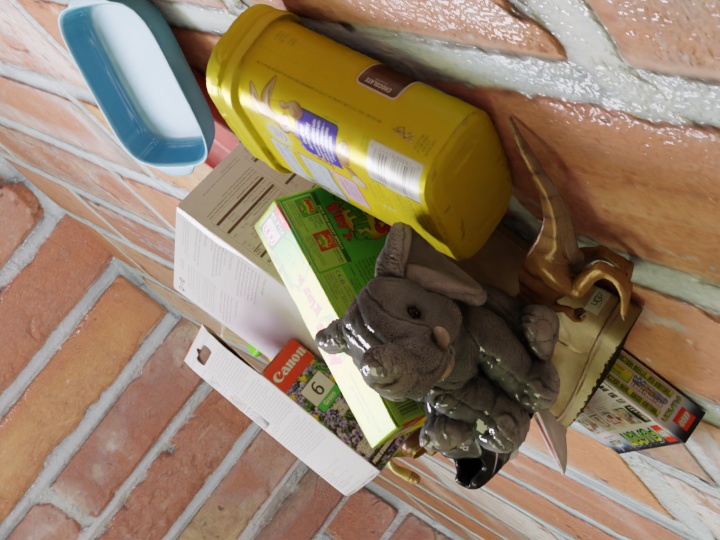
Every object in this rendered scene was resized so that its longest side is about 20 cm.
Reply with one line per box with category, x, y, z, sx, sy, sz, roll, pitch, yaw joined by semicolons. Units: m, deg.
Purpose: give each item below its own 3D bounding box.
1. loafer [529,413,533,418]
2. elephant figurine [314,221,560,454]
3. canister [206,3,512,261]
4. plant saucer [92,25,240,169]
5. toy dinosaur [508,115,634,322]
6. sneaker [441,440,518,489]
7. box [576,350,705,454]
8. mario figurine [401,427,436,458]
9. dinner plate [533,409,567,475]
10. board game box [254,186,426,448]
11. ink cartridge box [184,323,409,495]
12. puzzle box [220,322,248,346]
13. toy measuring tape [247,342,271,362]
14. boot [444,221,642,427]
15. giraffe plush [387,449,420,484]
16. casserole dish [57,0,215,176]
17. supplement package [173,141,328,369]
loafer;0.102;0.111;1.107;0.073;0.072;0.200;56;-176;2
elephant figurine;0.038;0.039;0.864;0.155;0.142;0.200;-5;155;44
canister;0.002;-0.098;0.924;0.200;0.087;0.149;30;167;28
plant saucer;-0.194;-0.181;1.311;0.200;0.037;0.200;37;169;1
toy dinosaur;0.139;-0.008;0.889;0.106;0.060;0.200;13;143;8
sneaker;0.109;0.144;1.288;0.066;0.091;0.200;9;132;34
box;0.236;0.122;1.193;0.110;0.035;0.200;37;168;2
mario figurine;0.006;0.103;1.260;0.200;0.106;0.124;53;159;19
dinner plate;0.155;0.095;1.193;0.200;0.024;0.200;-24;-90;-89
board game box;0.010;0.027;0.996;0.200;0.101;0.048;61;144;13
ink cartridge box;-0.061;0.113;1.144;0.200;0.050;0.109;40;153;1
puzzle box;-0.054;0.058;1.366;0.200;0.025;0.133;23;-152;-16
toy measuring tape;-0.098;0.000;1.265;0.074;0.073;0.200;92;159;-76
boot;0.122;0.024;1.052;0.200;0.066;0.175;33;144;15
giraffe plush;0.063;0.131;1.509;0.172;0.200;0.162;35;140;29
casserole dish;-0.202;-0.179;1.191;0.121;0.039;0.200;2;130;37
supplement package;-0.046;-0.012;1.159;0.200;0.151;0.152;36;152;10
